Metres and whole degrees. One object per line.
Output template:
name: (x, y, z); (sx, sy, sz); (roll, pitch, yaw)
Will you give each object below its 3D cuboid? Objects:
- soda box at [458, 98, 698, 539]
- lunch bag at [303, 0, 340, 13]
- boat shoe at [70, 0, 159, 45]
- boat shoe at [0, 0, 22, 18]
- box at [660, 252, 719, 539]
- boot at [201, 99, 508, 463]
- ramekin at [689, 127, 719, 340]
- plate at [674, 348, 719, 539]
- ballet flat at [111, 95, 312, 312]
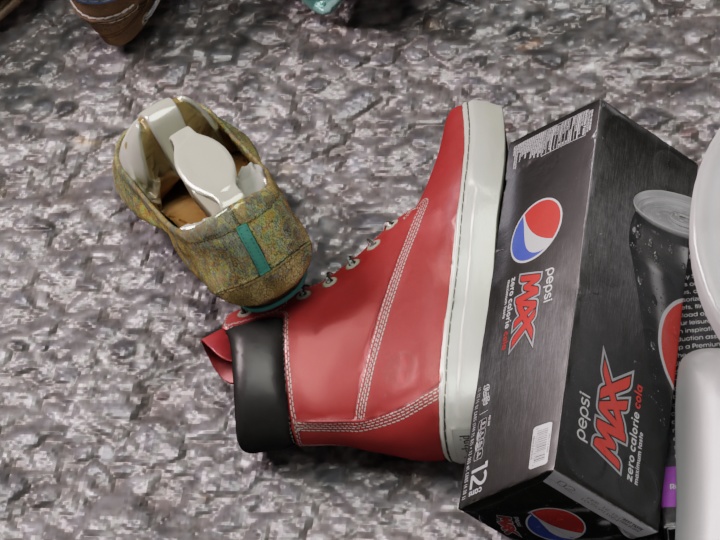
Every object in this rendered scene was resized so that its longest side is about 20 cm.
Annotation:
soda box: (0.100, 0.027, 1.265); (0.063, 0.071, 0.201); (-27, 42, 44)
lunch bag: (-0.034, -0.269, 1.474); (0.200, 0.122, 0.171); (40, 61, -10)
boat shoe: (-0.118, -0.208, 1.537); (0.072, 0.073, 0.201); (10, 53, 18)
boat shoe: (-0.237, -0.138, 1.487); (0.072, 0.072, 0.200); (28, 58, 27)
box: (0.203, 0.041, 1.287); (0.142, 0.036, 0.201); (-4, 50, 6)
boot: (0.000, 0.000, 1.337); (0.143, 0.073, 0.201); (1, 53, 12)
ramekin: (0.238, 0.003, 1.177); (0.201, 0.094, 0.203); (-4, 56, 6)
plate: (0.229, 0.114, 1.181); (0.199, 0.032, 0.201); (1, 57, 9)
ballet flat: (-0.080, -0.048, 1.357); (0.070, 0.071, 0.200); (-24, 31, -12)
